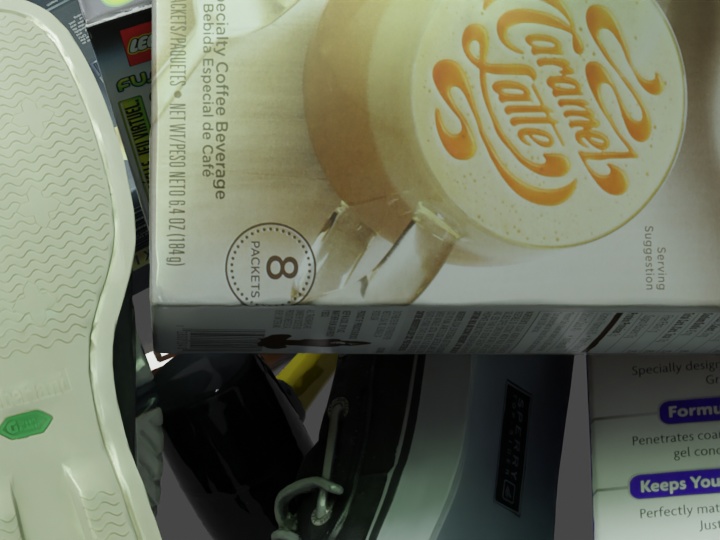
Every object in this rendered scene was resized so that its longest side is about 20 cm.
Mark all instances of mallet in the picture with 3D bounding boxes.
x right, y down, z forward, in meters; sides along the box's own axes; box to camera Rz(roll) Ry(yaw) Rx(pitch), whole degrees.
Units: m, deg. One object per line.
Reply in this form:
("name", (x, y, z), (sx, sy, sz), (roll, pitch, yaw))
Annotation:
("mallet", (0.000, 0.000, 0.846), (0.041, 0.066, 0.200), (-2, 43, 42))

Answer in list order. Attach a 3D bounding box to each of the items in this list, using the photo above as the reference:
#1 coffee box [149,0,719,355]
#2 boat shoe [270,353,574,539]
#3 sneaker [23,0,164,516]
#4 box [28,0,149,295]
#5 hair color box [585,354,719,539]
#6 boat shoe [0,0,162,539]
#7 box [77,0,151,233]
("coffee box", (0.043, -0.038, 0.721), (0.198, 0.080, 0.115), (0, 79, -4))
("boat shoe", (0.010, 0.070, 0.772), (0.068, 0.073, 0.201), (-7, 65, 37))
("sneaker", (-0.117, 0.017, 0.811), (0.079, 0.201, 0.129), (-16, 9, -16))
("box", (-0.071, -0.078, 0.940), (0.199, 0.051, 0.158), (-29, 51, -12))
("hair color box", (0.119, 0.083, 0.746), (0.108, 0.065, 0.201), (-4, 50, 7))
("boat shoe", (-0.093, 0.028, 0.714), (0.071, 0.068, 0.202), (-5, 76, -17))
("box", (-0.081, -0.114, 0.866), (0.034, 0.110, 0.201), (-17, 51, -4))
